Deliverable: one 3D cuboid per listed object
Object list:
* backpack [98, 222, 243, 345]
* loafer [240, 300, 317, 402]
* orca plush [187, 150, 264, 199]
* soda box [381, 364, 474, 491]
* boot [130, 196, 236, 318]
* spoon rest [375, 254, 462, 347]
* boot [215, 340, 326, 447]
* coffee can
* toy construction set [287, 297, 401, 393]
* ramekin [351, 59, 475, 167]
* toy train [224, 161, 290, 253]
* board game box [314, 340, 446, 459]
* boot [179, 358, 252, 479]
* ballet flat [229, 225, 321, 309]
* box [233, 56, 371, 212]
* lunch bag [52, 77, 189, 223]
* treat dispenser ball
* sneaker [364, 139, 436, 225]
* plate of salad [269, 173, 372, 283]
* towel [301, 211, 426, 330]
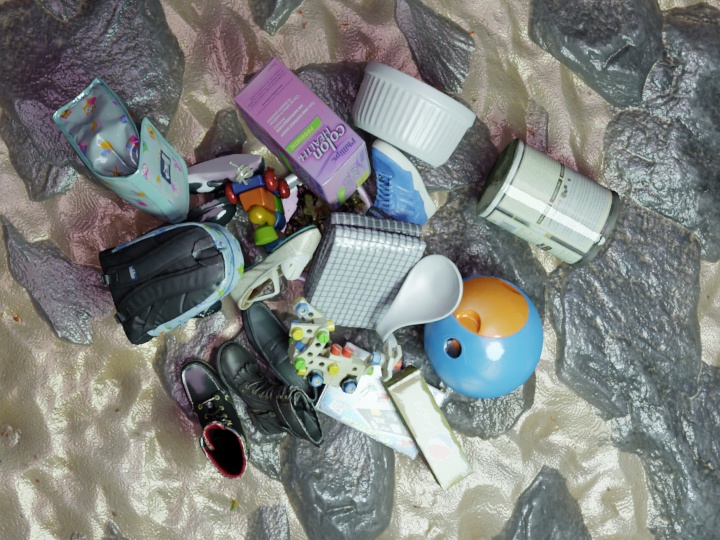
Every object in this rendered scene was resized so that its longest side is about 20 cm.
[{"bbox_3d":[-0.279,0.002,1.350,0.199,0.153,0.165,-29,81,28],"label":"backpack"},{"bbox_3d":[-0.131,0.137,1.469,0.068,0.070,0.202,-33,96,-25],"label":"loafer"},{"bbox_3d":[-0.250,-0.136,1.454,0.197,0.105,0.072,-21,125,-9],"label":"orca plush"},{"bbox_3d":[0.112,0.263,1.474,0.063,0.068,0.202,-30,95,-7],"label":"soda box"},{"bbox_3d":[-0.264,-0.012,1.448,0.198,0.076,0.170,-26,91,1],"label":"boot"},{"bbox_3d":[0.089,0.057,1.399,0.200,0.060,0.100,-48,64,34],"label":"spoon rest"},{"bbox_3d":[-0.141,0.195,1.416,0.069,0.173,0.201,-39,104,-29],"label":"boot"},{"bbox_3d":[0.317,-0.114,1.489,0.198,0.146,0.148,27,88,-7],"label":"coffee can"},{"bbox_3d":[-0.034,0.132,1.415,0.197,0.092,0.133,21,111,-8],"label":"toy construction set"},{"bbox_3d":[0.078,-0.252,1.435,0.198,0.200,0.106,27,97,-7],"label":"ramekin"},{"bbox_3d":[-0.163,-0.094,1.379,0.083,0.200,0.117,-17,81,10],"label":"toy train"},{"bbox_3d":[0.034,0.224,1.514,0.198,0.035,0.128,28,87,-8],"label":"board game box"},{"bbox_3d":[-0.236,0.243,1.421,0.072,0.151,0.202,-24,94,-6],"label":"boot"},{"bbox_3d":[-0.131,0.001,1.415,0.199,0.067,0.063,-32,73,26],"label":"ballet flat"},{"bbox_3d":[-0.088,-0.212,1.398,0.200,0.176,0.097,44,86,9],"label":"box"},{"bbox_3d":[-0.355,-0.172,1.354,0.122,0.171,0.200,-42,64,-5],"label":"lunch bag"},{"bbox_3d":[0.203,0.110,1.451,0.197,0.201,0.204,0,91,-7],"label":"treat dispenser ball"},{"bbox_3d":[0.047,-0.119,1.447,0.111,0.200,0.077,-47,52,-8],"label":"sneaker"},{"bbox_3d":[-0.068,-0.076,1.489,0.197,0.048,0.204,0,91,-7],"label":"plate of salad"},{"bbox_3d":[0.000,0.000,1.437,0.163,0.086,0.202,7,131,-20],"label":"towel"}]
